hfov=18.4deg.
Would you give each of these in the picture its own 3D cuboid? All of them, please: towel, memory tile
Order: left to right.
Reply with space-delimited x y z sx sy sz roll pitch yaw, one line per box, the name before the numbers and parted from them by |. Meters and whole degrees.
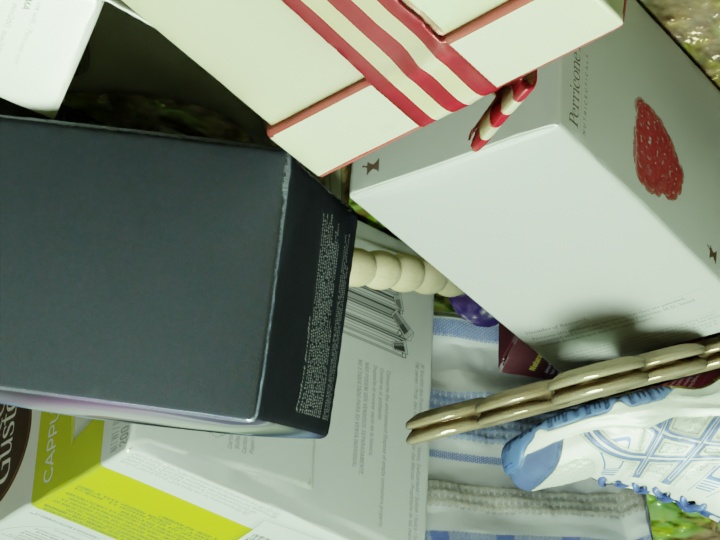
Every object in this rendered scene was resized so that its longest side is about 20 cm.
towel | 0.094 0.105 1.277 0.145 0.201 0.024 5 138 -12
memory tile | 0.132 0.057 1.170 0.199 0.017 0.153 -8 172 -46

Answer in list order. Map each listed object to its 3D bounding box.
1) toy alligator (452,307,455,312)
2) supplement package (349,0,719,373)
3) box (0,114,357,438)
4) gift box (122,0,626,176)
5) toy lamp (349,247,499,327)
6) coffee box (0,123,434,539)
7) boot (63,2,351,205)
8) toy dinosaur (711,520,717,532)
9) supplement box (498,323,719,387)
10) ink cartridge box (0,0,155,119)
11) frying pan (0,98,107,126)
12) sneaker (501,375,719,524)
toy alligator | 0.050 0.089 1.409 0.059 0.055 0.200 8 149 -7
supplement package | 0.100 -0.055 1.098 0.119 0.122 0.200 -17 144 32
box | -0.118 0.006 1.017 0.198 0.125 0.198 7 174 9
gift box | 0.000 -0.163 0.886 0.199 0.186 0.186 -21 132 42
toy lamp | 0.000 0.000 1.210 0.199 0.059 0.058 9 154 -41
coffee box | -0.096 0.076 1.266 0.199 0.201 0.197 25 144 -31
boot | -0.079 -0.097 1.104 0.153 0.073 0.201 0 144 8
toy dinosaur | 0.196 0.112 1.444 0.199 0.061 0.106 28 167 -24
supplement box | 0.187 0.024 1.276 0.198 0.061 0.109 9 149 -8
ink cartridge box | -0.165 -0.140 0.957 0.199 0.117 0.068 23 124 -9
frying pan | -0.167 -0.075 1.130 0.114 0.031 0.190 19 172 4
sneaker | 0.177 0.104 1.216 0.198 0.089 0.075 -14 176 11
